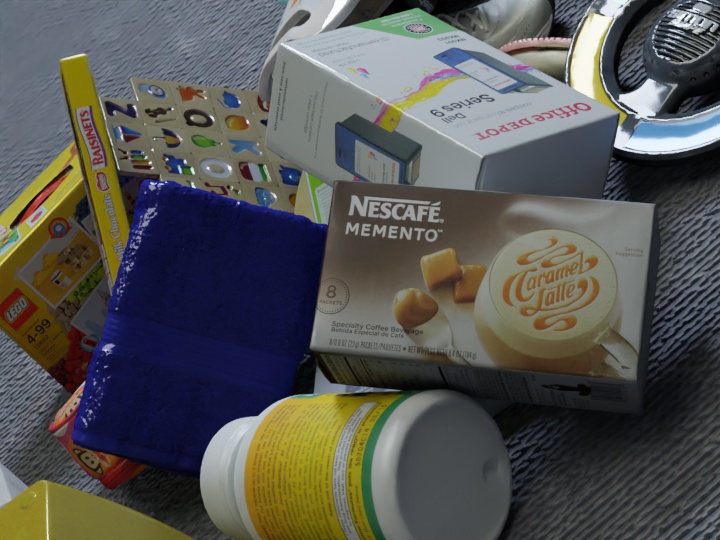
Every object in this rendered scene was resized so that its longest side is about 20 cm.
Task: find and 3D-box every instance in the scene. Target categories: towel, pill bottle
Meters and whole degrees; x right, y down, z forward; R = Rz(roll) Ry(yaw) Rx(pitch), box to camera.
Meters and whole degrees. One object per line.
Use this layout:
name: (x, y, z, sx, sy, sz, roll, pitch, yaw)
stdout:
towel: (-0.112, 0.046, 1.515, 0.050, 0.147, 0.201, -177, 102, -80)
pill bottle: (-0.009, 0.134, 1.359, 0.200, 0.113, 0.113, -6, 46, 48)

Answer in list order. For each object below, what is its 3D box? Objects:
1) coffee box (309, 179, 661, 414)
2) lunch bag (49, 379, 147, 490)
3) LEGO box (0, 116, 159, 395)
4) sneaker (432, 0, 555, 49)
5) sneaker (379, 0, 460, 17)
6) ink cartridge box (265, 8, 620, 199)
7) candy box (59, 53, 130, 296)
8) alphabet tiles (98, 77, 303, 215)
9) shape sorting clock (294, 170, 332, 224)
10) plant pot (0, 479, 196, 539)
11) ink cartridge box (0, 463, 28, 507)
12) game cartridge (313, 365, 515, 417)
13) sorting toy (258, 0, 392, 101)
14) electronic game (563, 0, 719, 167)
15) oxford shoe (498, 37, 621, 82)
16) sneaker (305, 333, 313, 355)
coffee box: (0.079, 0.016, 1.308, 0.199, 0.080, 0.115, 6, 73, 12)
lunch bag: (-0.149, 0.070, 1.620, 0.200, 0.082, 0.176, -46, 7, -5)
LEGO box: (-0.216, -0.013, 1.767, 0.200, 0.149, 0.077, -47, 29, -6)
sneaker: (0.061, -0.176, 1.695, 0.200, 0.092, 0.076, -33, 32, 18)
sneaker: (0.080, -0.263, 1.810, 0.200, 0.071, 0.098, -13, 49, 35)
ink cartridge box: (0.055, -0.096, 1.460, 0.145, 0.088, 0.200, -19, 41, -40)
candy box: (-0.200, -0.060, 1.652, 0.026, 0.201, 0.102, -13, -5, -6)
alphabet tiles: (-0.108, -0.099, 1.713, 0.167, 0.199, 0.006, -112, 35, -46)
shape sorting clock: (0.027, -0.065, 1.604, 0.200, 0.039, 0.201, -16, 66, 38)
plant pot: (-0.193, 0.258, 1.359, 0.200, 0.176, 0.200, -36, 31, 13)
ink cartridge box: (-0.288, 0.228, 1.626, 0.117, 0.067, 0.200, -42, 30, 3)
game cartridge: (0.053, 0.062, 1.455, 0.200, 0.041, 0.133, -28, 29, 26)
sorting toy: (-0.019, -0.220, 1.688, 0.200, 0.107, 0.180, -41, 16, 56)
electronic game: (0.232, -0.157, 1.470, 0.200, 0.042, 0.200, -19, 49, 23)
oxford shoe: (0.113, -0.123, 1.607, 0.200, 0.071, 0.074, -15, 62, 44)
sneaker: (0.000, 0.000, 1.527, 0.200, 0.078, 0.066, -32, 66, 35)
